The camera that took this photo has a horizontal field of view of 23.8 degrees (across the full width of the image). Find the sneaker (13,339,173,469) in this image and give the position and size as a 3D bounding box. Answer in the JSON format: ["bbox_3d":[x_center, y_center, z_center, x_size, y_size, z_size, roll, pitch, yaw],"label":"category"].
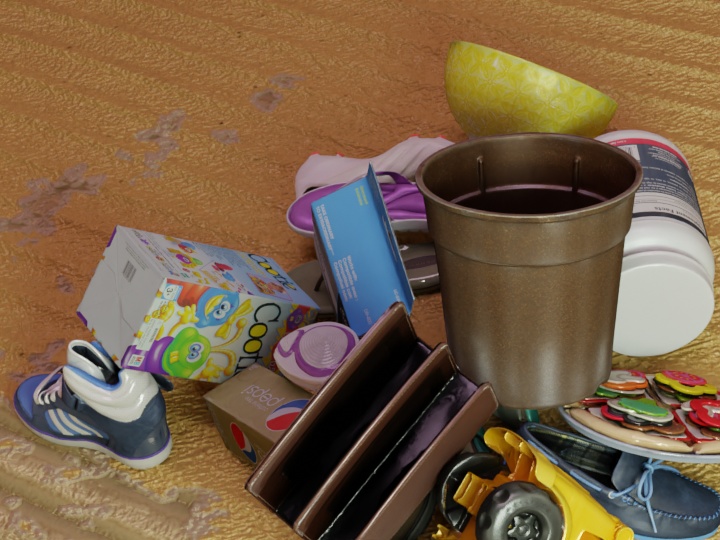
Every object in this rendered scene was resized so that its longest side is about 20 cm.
[{"bbox_3d":[-0.276,0.108,1.685,0.199,0.147,0.081,18,51,29],"label":"sneaker"}]

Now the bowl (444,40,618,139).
[{"bbox_3d":[0.170,-0.165,1.867,0.199,0.200,0.109,23,92,32],"label":"bowl"}]

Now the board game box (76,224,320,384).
[{"bbox_3d":[-0.158,0.040,1.680,0.199,0.104,0.105,13,22,-43],"label":"board game box"}]

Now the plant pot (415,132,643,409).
[{"bbox_3d":[0.150,0.004,1.533,0.198,0.200,0.201,-2,24,1],"label":"plant pot"}]

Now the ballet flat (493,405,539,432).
[{"bbox_3d":[0.138,0.098,1.658,0.063,0.068,0.201,-15,36,14],"label":"ballet flat"}]

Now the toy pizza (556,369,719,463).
[{"bbox_3d":[0.275,0.122,1.546,0.198,0.032,0.200,6,16,-2],"label":"toy pizza"}]

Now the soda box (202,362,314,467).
[{"bbox_3d":[-0.070,0.151,1.603,0.067,0.064,0.200,-32,26,-20],"label":"soda box"}]

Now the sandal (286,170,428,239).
[{"bbox_3d":[0.018,-0.078,1.816,0.200,0.050,0.083,-4,44,10],"label":"sandal"}]

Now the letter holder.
[{"bbox_3d":[0.011,0.142,1.423,0.100,0.142,0.200,38,82,18],"label":"letter holder"}]

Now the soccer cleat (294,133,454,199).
[{"bbox_3d":[0.022,-0.099,1.892,0.198,0.070,0.078,-7,47,18],"label":"soccer cleat"}]

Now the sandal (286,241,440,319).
[{"bbox_3d":[0.009,-0.006,1.797,0.199,0.058,0.080,-14,45,-3],"label":"sandal"}]

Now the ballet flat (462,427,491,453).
[{"bbox_3d":[0.094,0.171,1.597,0.069,0.070,0.201,-16,41,-3],"label":"ballet flat"}]

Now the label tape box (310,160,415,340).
[{"bbox_3d":[0.000,0.000,1.657,0.063,0.200,0.146,-16,73,-5],"label":"label tape box"}]

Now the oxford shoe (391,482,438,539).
[{"bbox_3d":[0.015,0.219,1.530,0.084,0.073,0.201,36,45,-11],"label":"oxford shoe"}]

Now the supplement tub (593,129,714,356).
[{"bbox_3d":[0.273,-0.029,1.695,0.139,0.141,0.201,-8,43,6],"label":"supplement tub"}]

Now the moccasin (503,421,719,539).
[{"bbox_3d":[0.225,0.186,1.507,0.198,0.069,0.081,12,34,2],"label":"moccasin"}]

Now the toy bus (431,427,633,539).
[{"bbox_3d":[0.137,0.261,1.424,0.201,0.191,0.136,-58,19,-2],"label":"toy bus"}]

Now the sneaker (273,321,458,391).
[{"bbox_3d":[0.006,0.112,1.578,0.198,0.100,0.075,16,50,30],"label":"sneaker"}]
